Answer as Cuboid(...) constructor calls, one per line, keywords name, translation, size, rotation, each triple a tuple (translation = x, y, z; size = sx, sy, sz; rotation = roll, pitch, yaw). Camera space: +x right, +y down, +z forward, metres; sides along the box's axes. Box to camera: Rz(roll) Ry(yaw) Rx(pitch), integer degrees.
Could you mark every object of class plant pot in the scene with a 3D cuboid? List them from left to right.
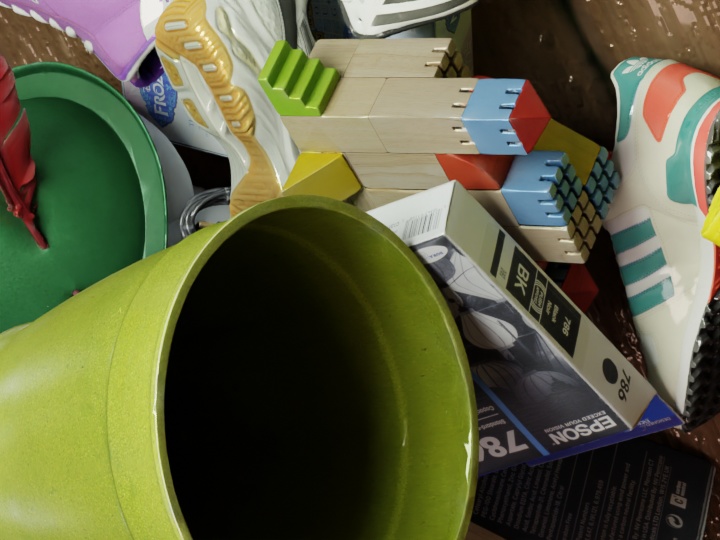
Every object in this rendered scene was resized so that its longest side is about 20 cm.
Cuboid(name="plant pot", translation=(-0.083, 0.077, 1.353), size=(0.192, 0.200, 0.201), rotation=(-9, 115, 43))

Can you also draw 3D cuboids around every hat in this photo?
Cuboid(name="hat", translation=(-0.207, -0.034, 1.474), size=(0.165, 0.176, 0.201), rotation=(-1, 89, 30))

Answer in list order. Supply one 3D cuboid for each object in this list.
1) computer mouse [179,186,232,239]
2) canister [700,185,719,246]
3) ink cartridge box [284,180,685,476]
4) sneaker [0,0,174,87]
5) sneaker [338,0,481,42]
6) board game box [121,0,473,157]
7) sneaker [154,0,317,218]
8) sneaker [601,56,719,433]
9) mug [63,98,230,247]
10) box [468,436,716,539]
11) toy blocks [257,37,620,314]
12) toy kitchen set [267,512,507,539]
Cuboid(name="computer mouse", translation=(0.000, 0.000, 1.536), size=(0.199, 0.034, 0.059), rotation=(21, 95, -14))
Cuboid(name="canister", translation=(0.272, -0.030, 1.312), size=(0.199, 0.087, 0.149), rotation=(28, 127, 1))
Cuboid(name="ink cartridge box", translation=(0.062, 0.042, 1.424), size=(0.099, 0.039, 0.200), rotation=(-20, 131, 35))
Cuboid(name="sneaker", translation=(-0.153, -0.140, 1.519), size=(0.200, 0.073, 0.115), rotation=(-5, 114, 53))
Cuboid(name="sneaker", translation=(-0.028, -0.168, 1.403), size=(0.200, 0.076, 0.116), rotation=(19, 127, 20))
Cuboid(name="board game box", translation=(-0.038, -0.143, 1.511), size=(0.199, 0.041, 0.201), rotation=(16, 128, 26))
Cuboid(name="sneaker", translation=(-0.024, -0.060, 1.467), size=(0.076, 0.088, 0.201), rotation=(13, 131, 50))
Cuboid(name="sneaker", translation=(0.154, -0.017, 1.457), size=(0.093, 0.070, 0.200), rotation=(33, 139, 37))
Cuboid(name="mug", translation=(-0.136, -0.005, 1.606), size=(0.175, 0.148, 0.201), rotation=(19, 131, 28))
Cuboid(name="box", translation=(0.066, 0.152, 1.564), size=(0.199, 0.107, 0.149), rotation=(19, 132, 0))
Cuboid(name="toy blocks", translation=(0.057, -0.041, 1.413), size=(0.136, 0.100, 0.200), rotation=(3, 142, 32))
Cuboid(name="toy kitchen set", translation=(0.008, 0.236, 1.460), size=(0.199, 0.181, 0.163), rotation=(26, 132, -7))
